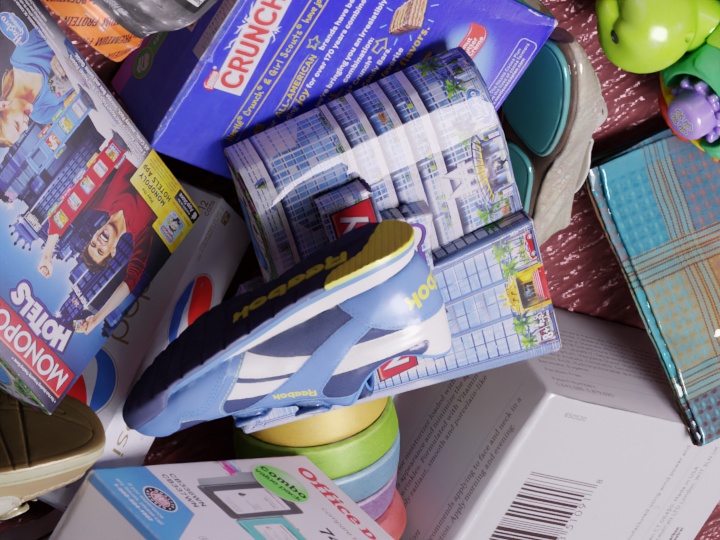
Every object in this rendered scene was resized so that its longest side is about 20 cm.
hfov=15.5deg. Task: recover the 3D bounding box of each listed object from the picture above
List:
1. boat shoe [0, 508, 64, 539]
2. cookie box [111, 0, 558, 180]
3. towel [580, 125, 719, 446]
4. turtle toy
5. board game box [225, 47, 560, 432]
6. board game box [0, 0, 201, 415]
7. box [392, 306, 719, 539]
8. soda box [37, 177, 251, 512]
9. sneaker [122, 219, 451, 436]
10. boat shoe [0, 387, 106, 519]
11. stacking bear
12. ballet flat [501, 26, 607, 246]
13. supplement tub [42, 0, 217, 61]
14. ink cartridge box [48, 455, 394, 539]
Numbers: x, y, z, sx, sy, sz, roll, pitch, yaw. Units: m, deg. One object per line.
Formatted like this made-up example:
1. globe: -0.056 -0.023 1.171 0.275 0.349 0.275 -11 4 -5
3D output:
1. boat shoe: -0.172 0.183 1.625 0.200 0.064 0.071 -26 141 -63
2. cookie box: -0.015 -0.127 1.529 0.200 0.075 0.171 21 112 -39
3. towel: 0.239 -0.004 1.714 0.147 0.022 0.200 -24 94 -21
4. turtle toy: 0.223 -0.130 1.633 0.101 0.146 0.200 -29 136 22
5. board game box: 0.000 0.000 1.528 0.200 0.062 0.200 -26 131 -10
6. board game box: -0.208 -0.026 1.421 0.200 0.062 0.200 -53 131 -21
7. box: 0.121 0.138 1.771 0.200 0.131 0.199 14 116 -37
8. soda box: -0.139 0.044 1.535 0.200 0.064 0.068 -64 159 -9
9. sneaker: -0.040 0.051 1.454 0.200 0.074 0.082 -27 113 19
10. boat shoe: -0.239 0.116 1.453 0.200 0.073 0.063 -13 134 -19
11. stacking bear: -0.035 0.082 1.660 0.114 0.121 0.200 -12 121 -7
12. ballet flat: 0.119 -0.088 1.635 0.062 0.067 0.200 -24 152 -26
13. supplement tub: -0.090 -0.213 1.389 0.200 0.123 0.123 -43 133 7
14. ink cartridge box: -0.079 0.209 1.529 0.200 0.147 0.146 1 124 -55
